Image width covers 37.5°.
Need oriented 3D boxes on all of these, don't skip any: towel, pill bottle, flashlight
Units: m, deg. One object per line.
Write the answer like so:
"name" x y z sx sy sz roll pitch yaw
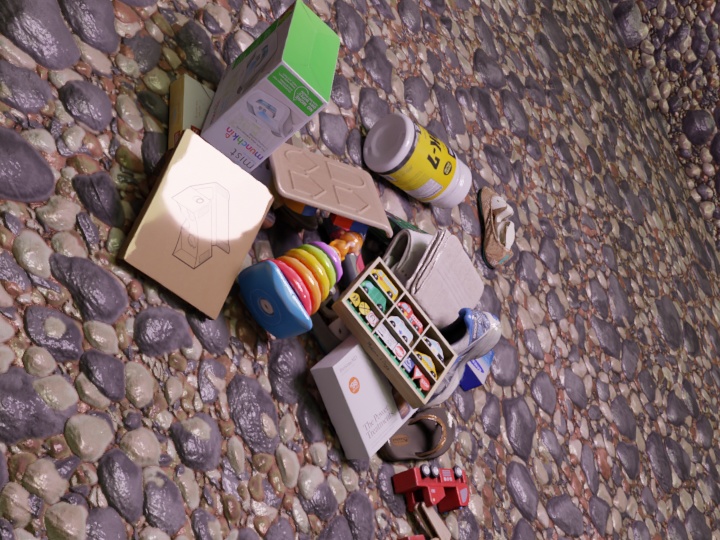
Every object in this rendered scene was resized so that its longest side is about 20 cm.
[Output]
"towel" 0.135 0.031 1.705 0.133 0.034 0.200 -59 144 -18
"pill bottle" 0.108 -0.195 1.939 0.199 0.114 0.115 28 47 -42
"flashlight" 0.000 0.000 1.703 0.068 0.067 0.202 3 66 -66

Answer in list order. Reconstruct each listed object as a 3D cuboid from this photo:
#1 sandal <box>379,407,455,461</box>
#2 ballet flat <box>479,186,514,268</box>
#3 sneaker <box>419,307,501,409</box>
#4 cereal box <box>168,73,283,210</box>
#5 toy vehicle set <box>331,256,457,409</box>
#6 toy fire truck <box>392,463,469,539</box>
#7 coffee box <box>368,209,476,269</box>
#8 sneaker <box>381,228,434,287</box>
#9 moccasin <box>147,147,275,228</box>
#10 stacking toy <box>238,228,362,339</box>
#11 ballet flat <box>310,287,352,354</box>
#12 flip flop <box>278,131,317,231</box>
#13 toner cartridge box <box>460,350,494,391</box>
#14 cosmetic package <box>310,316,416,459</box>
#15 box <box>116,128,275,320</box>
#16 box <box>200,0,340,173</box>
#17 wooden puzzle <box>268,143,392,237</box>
"sandal" 0.099 0.256 1.676 0.199 0.054 0.082 5 65 -53
"ballet flat" 0.283 -0.096 2.156 0.070 0.065 0.201 30 46 -40
"sneaker" 0.129 0.133 1.691 0.085 0.200 0.077 28 17 -37
"cereal box" -0.198 -0.186 1.578 0.199 0.039 0.145 28 46 -42
"toy vehicle set" 0.053 0.092 1.577 0.200 0.026 0.124 51 43 -10
"toy fire truck" 0.105 0.370 1.614 0.199 0.049 0.142 16 57 -50
"coffee box" 0.100 -0.044 1.836 0.199 0.044 0.123 26 11 -43
"sneaker" 0.068 0.032 1.720 0.115 0.073 0.202 16 91 -40
"moccasin" -0.205 -0.102 1.491 0.200 0.078 0.074 18 39 -43
"stacking toy" -0.068 -0.002 1.516 0.200 0.109 0.117 -39 101 -34
"ballet flat" -0.052 0.059 1.593 0.201 0.063 0.067 55 34 -13
"flip flop" -0.099 -0.156 1.678 0.081 0.057 0.202 22 52 -46
"toner cartridge box" 0.157 0.106 1.868 0.200 0.043 0.095 53 36 -17
"cosmetic package" 0.023 0.165 1.590 0.200 0.051 0.152 -38 109 -48
"box" -0.215 -0.060 1.413 0.163 0.021 0.201 37 67 -33
"box" -0.126 -0.265 1.531 0.097 0.176 0.201 40 32 -24
"wooden puzzle" -0.055 -0.121 1.584 0.199 0.046 0.186 22 25 -22
